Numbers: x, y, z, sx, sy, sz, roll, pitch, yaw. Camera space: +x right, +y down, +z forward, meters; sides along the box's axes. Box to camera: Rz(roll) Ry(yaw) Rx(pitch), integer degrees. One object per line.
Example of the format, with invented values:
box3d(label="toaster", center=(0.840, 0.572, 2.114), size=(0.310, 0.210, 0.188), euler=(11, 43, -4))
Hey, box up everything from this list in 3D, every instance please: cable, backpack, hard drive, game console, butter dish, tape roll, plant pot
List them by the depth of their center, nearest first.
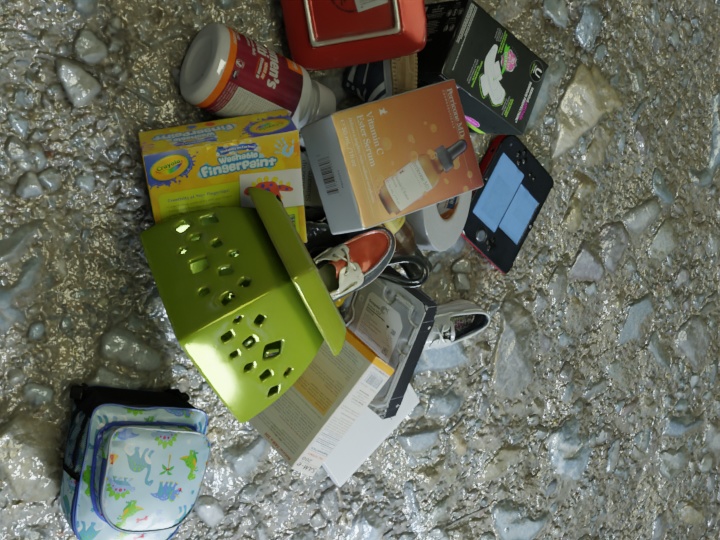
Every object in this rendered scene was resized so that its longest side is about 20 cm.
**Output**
box3d(label="plant pot", center=(-0.136, 0.031, 1.116), size=(0.180, 0.200, 0.201), euler=(-29, 140, -3))
box3d(label="backpack", center=(-0.299, 0.269, 1.183), size=(0.181, 0.146, 0.203), euler=(10, 97, -35))
box3d(label="butter dish", center=(-0.008, -0.399, 1.263), size=(0.196, 0.148, 0.203), euler=(-7, 109, 11))
box3d(label="cable", center=(0.000, 0.000, 1.302), size=(0.197, 0.050, 0.099), euler=(-15, 88, 4))
box3d(label="hard drive", center=(0.030, 0.103, 1.356), size=(0.038, 0.139, 0.202), euler=(-5, 124, -47))
box3d(label="tape roll", center=(0.110, -0.134, 1.397), size=(0.200, 0.065, 0.204), euler=(-21, 114, -59))
box3d(label="hard drive", center=(0.001, 0.237, 1.471), size=(0.200, 0.025, 0.133), euler=(-43, 122, -21))
box3d(label="game console", center=(0.255, -0.119, 1.579), size=(0.176, 0.031, 0.202), euler=(36, 79, -36))

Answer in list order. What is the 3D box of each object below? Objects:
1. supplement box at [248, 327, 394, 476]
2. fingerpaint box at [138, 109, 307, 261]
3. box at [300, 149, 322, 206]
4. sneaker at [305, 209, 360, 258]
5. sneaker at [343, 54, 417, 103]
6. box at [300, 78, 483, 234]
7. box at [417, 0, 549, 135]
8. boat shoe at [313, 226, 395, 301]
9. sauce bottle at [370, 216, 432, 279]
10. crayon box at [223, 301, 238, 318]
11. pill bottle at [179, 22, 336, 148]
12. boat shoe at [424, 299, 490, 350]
box3d(label="supplement box", center=(-0.062, 0.180, 1.319), size=(0.201, 0.126, 0.073), euler=(-51, 147, -1))
box3d(label="fingerpaint box", center=(-0.177, -0.107, 1.175), size=(0.197, 0.074, 0.169), euler=(-12, 125, -13))
box3d(label="box", center=(-0.043, -0.138, 1.330), size=(0.198, 0.068, 0.084), euler=(-6, 103, -36))
box3d(label="sneaker", center=(-0.041, -0.029, 1.361), size=(0.103, 0.060, 0.201), euler=(-26, 139, -2))
box3d(label="sneaker", center=(0.026, -0.236, 1.326), size=(0.069, 0.108, 0.204), euler=(8, 86, -41))
box3d(label="box", center=(0.043, -0.153, 1.208), size=(0.198, 0.106, 0.155), euler=(-21, 97, -25))
box3d(label="box", center=(0.166, -0.311, 1.396), size=(0.199, 0.148, 0.126), euler=(27, 82, -36))
box3d(label="boat shoe", center=(-0.037, 0.003, 1.249), size=(0.198, 0.063, 0.072), euler=(-32, 78, 1))
box3d(label="sauce bottle", center=(0.035, -0.066, 1.307), size=(0.065, 0.064, 0.201), euler=(-45, 115, -19))
box3d(label="crayon box", center=(-0.156, 0.023, 1.293), size=(0.124, 0.051, 0.203), euler=(-23, 112, -31))
box3d(label="pill bottle", center=(-0.135, -0.243, 1.214), size=(0.198, 0.109, 0.111), euler=(20, 88, -37))
box3d(label="boat shoe", center=(0.135, 0.100, 1.513), size=(0.198, 0.068, 0.073), euler=(-8, 105, -35))
